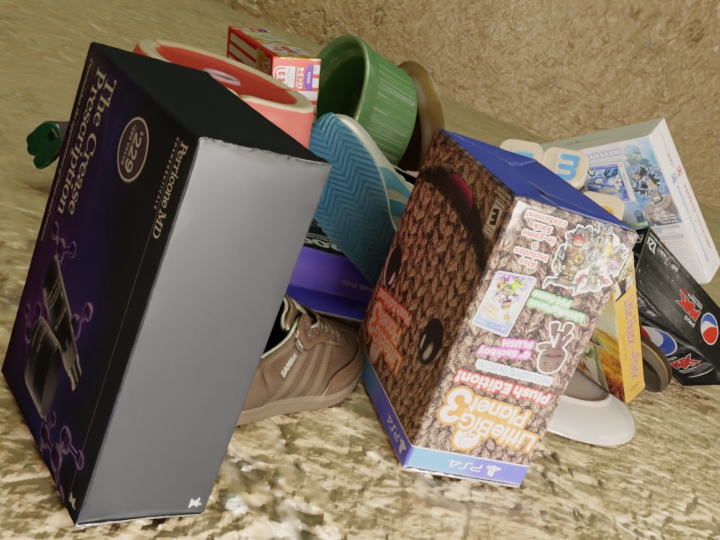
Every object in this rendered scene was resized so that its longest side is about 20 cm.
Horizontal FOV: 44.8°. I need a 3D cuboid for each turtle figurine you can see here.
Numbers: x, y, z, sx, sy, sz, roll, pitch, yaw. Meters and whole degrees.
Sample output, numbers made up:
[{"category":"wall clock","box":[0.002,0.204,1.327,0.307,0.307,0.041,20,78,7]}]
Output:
[{"category":"turtle figurine","box":[-0.218,-0.118,0.854,0.148,0.102,0.200,27,24,14]}]

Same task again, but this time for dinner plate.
[{"category":"dinner plate","box":[0.171,0.096,0.825,0.198,0.025,0.200,22,18,-7]}]

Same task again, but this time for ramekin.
[{"category":"ramekin","box":[-0.013,-0.200,1.166,0.097,0.202,0.200,19,17,-32]}]

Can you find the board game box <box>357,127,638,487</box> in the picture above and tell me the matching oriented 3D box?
[{"category":"board game box","box":[0.084,0.023,0.638,0.096,0.202,0.160,13,19,-21]}]

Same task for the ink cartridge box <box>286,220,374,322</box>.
[{"category":"ink cartridge box","box":[0.000,0.000,0.833,0.196,0.044,0.200,14,16,-26]}]

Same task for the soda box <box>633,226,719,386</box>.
[{"category":"soda box","box":[0.329,0.045,0.938,0.200,0.071,0.063,41,-29,-25]}]

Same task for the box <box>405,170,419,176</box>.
[{"category":"box","box":[0.135,-0.032,1.022,0.199,0.096,0.102,33,21,29]}]

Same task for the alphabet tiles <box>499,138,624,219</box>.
[{"category":"alphabet tiles","box":[0.170,-0.039,0.924,0.193,0.203,0.015,14,-12,21]}]

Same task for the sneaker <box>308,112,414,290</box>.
[{"category":"sneaker","box":[0.019,-0.050,0.750,0.201,0.076,0.081,57,32,-21]}]

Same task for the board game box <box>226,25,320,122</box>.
[{"category":"board game box","box":[-0.091,-0.143,0.839,0.046,0.154,0.200,-1,21,-20]}]

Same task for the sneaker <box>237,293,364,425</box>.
[{"category":"sneaker","box":[-0.046,0.051,0.605,0.070,0.076,0.199,30,20,23]}]

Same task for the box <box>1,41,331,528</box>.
[{"category":"box","box":[-0.111,0.005,0.455,0.078,0.202,0.141,5,24,-43]}]

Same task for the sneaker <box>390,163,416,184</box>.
[{"category":"sneaker","box":[-0.006,-0.098,0.908,0.197,0.075,0.082,16,-25,13]}]

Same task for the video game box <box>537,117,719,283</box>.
[{"category":"video game box","box":[0.278,-0.066,0.985,0.199,0.183,0.047,-5,33,50]}]

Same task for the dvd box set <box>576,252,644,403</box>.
[{"category":"dvd box set","box":[0.181,0.019,0.770,0.146,0.029,0.201,39,-17,39]}]

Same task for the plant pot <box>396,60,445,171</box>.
[{"category":"plant pot","box":[0.059,-0.191,1.228,0.027,0.203,0.200,-7,29,-23]}]

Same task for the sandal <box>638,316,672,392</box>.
[{"category":"sandal","box":[0.251,0.078,0.860,0.081,0.055,0.200,32,-8,36]}]

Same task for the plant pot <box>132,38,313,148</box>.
[{"category":"plant pot","box":[-0.131,-0.071,0.685,0.198,0.179,0.201,19,18,-7]}]
